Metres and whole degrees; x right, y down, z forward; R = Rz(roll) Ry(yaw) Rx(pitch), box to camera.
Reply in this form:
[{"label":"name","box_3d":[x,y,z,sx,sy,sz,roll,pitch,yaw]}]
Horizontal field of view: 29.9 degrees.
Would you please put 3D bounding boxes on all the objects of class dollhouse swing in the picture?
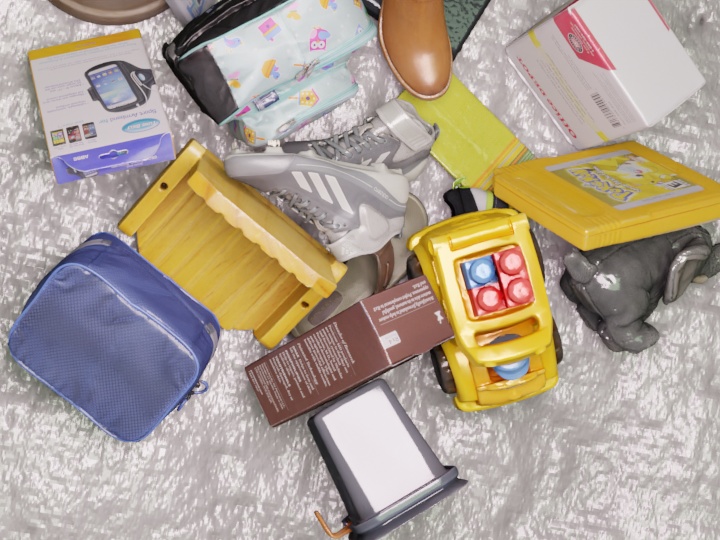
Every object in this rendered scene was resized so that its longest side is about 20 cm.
[{"label":"dollhouse swing","box_3d":[-0.134,-0.006,1.322,0.200,0.176,0.182,40,111,-13]}]

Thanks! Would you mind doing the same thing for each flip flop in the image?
[{"label":"flip flop","box_3d":[0.000,0.000,1.441,0.200,0.058,0.081,-45,97,-7]}]

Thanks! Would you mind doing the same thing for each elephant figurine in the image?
[{"label":"elephant figurine","box_3d":[0.322,-0.016,1.466,0.200,0.155,0.142,-37,91,-4]}]

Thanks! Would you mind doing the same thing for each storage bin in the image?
[{"label":"storage bin","box_3d":[0.005,0.194,1.384,0.145,0.200,0.135,-30,85,-8]}]

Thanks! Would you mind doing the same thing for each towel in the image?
[{"label":"towel","box_3d":[0.125,-0.136,1.487,0.200,0.018,0.086,44,77,-7]}]

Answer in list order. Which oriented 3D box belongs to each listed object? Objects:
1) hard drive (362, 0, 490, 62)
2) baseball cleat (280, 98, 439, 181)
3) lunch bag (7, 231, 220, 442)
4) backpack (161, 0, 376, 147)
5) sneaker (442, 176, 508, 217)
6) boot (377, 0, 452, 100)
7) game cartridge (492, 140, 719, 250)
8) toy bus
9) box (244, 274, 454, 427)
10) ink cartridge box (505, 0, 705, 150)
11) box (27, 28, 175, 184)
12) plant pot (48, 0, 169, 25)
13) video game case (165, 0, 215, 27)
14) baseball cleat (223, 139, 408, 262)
[{"label":"hard drive","box_3d":[0.050,-0.334,1.458,0.200,0.033,0.140,33,84,-6]},{"label":"baseball cleat","box_3d":[-0.007,-0.133,1.390,0.199,0.107,0.070,-10,52,-38]},{"label":"lunch bag","box_3d":[-0.236,0.065,1.358,0.200,0.132,0.136,41,108,-9]},{"label":"backpack","box_3d":[-0.080,-0.222,1.366,0.200,0.176,0.154,-37,104,-4]},{"label":"sneaker","box_3d":[0.097,0.000,1.456,0.082,0.072,0.201,15,88,-3]},{"label":"boot","box_3d":[0.065,-0.279,1.364,0.076,0.155,0.201,-5,90,-9]},{"label":"game cartridge","box_3d":[0.260,-0.083,1.411,0.199,0.176,0.033,-11,119,-28]},{"label":"toy bus","box_3d":[0.135,0.040,1.327,0.135,0.192,0.201,-15,91,-5]},{"label":"box","box_3d":[-0.014,0.082,1.330,0.100,0.200,0.075,-20,84,-46]},{"label":"ink cartridge box","box_3d":[0.251,-0.217,1.417,0.083,0.200,0.145,-38,97,-11]},{"label":"box","box_3d":[-0.257,-0.158,1.338,0.119,0.042,0.200,-13,49,-10]},{"label":"plant pot","box_3d":[-0.244,-0.356,1.336,0.199,0.174,0.201,0,90,-12]},{"label":"video game case","box_3d":[-0.147,-0.347,1.342,0.022,0.200,0.183,26,85,8]},{"label":"baseball cleat","box_3d":[-0.039,-0.064,1.304,0.199,0.070,0.107,5,86,-26]}]
